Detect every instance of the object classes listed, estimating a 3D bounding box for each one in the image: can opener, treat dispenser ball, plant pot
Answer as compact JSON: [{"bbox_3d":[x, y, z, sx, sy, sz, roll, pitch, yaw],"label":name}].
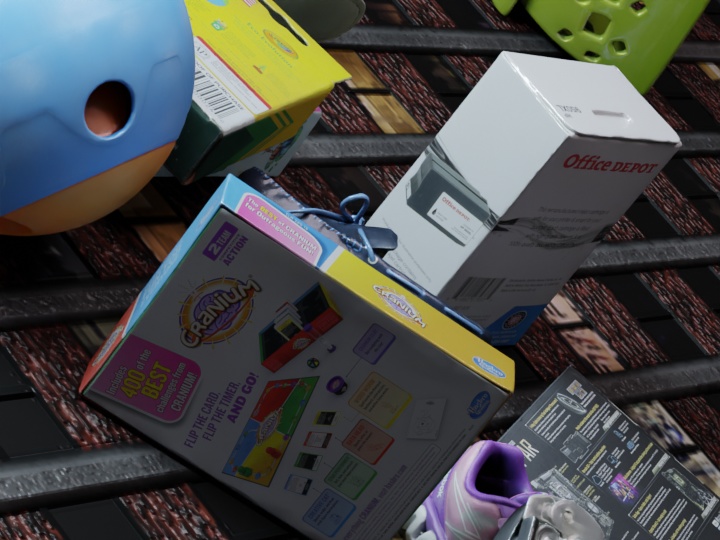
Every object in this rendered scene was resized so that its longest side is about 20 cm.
[{"bbox_3d":[0.085,0.218,1.552,0.053,0.067,0.201,29,61,-19],"label":"can opener"},{"bbox_3d":[-0.195,-0.120,1.617,0.200,0.201,0.201,30,27,-17],"label":"treat dispenser ball"},{"bbox_3d":[0.211,-0.306,2.472,0.181,0.200,0.199,23,30,-17],"label":"plant pot"}]

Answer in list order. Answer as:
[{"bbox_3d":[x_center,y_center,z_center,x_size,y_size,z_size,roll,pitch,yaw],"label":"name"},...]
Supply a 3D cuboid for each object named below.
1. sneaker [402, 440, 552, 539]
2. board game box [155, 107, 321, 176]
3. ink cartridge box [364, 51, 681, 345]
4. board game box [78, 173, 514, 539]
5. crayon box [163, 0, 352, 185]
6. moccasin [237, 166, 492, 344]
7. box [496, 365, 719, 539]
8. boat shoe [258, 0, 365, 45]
[{"bbox_3d":[0.091,0.178,1.641,0.080,0.089,0.201,17,34,-41],"label":"sneaker"},{"bbox_3d":[-0.139,-0.135,1.875,0.148,0.064,0.200,51,29,22],"label":"board game box"},{"bbox_3d":[0.100,-0.045,1.884,0.144,0.200,0.084,0,45,-53],"label":"ink cartridge box"},{"bbox_3d":[-0.035,0.061,1.589,0.200,0.153,0.040,34,24,-12],"label":"board game box"},{"bbox_3d":[-0.099,-0.133,1.796,0.127,0.051,0.200,45,27,9],"label":"crayon box"},{"bbox_3d":[0.000,0.000,1.814,0.200,0.068,0.080,44,-8,-7],"label":"moccasin"},{"bbox_3d":[0.155,0.156,1.809,0.160,0.044,0.200,41,26,5],"label":"box"},{"bbox_3d":[-0.080,-0.215,2.071,0.201,0.072,0.061,6,44,-45],"label":"boat shoe"}]
